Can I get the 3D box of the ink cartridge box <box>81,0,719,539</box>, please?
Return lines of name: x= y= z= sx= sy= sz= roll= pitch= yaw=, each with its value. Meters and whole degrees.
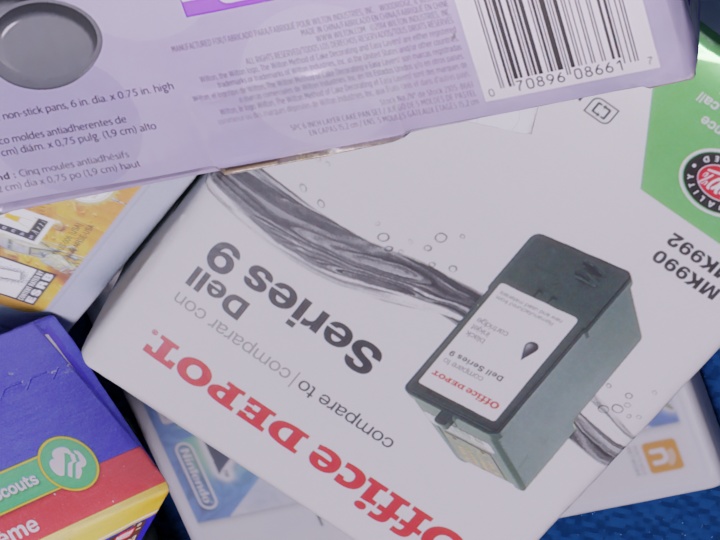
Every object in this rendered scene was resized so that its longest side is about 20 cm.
ink cartridge box: x=0.035 y=-0.019 z=0.816 sx=0.146 sy=0.084 sz=0.200 roll=34 pitch=121 yaw=-7

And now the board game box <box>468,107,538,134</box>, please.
board game box: x=-0.004 y=-0.137 z=0.675 sx=0.134 sy=0.034 sz=0.200 roll=11 pitch=124 yaw=1

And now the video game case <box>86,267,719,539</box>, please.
video game case: x=0.000 y=0.000 z=0.897 sx=0.182 sy=0.022 sz=0.200 roll=-13 pitch=115 yaw=19

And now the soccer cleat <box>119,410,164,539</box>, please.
soccer cleat: x=-0.072 y=0.132 z=0.971 sx=0.081 sy=0.068 sz=0.200 roll=-3 pitch=118 yaw=-10

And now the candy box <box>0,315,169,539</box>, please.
candy box: x=-0.168 y=0.122 z=0.868 sx=0.077 sy=0.169 sz=0.200 roll=50 pitch=137 yaw=21

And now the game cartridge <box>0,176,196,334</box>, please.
game cartridge: x=-0.124 y=-0.036 z=0.826 sx=0.133 sy=0.042 sz=0.200 roll=16 pitch=148 yaw=-20

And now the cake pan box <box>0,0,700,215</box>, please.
cake pan box: x=-0.030 y=-0.114 z=0.644 sx=0.200 sy=0.052 sz=0.184 roll=-11 pitch=123 yaw=16
